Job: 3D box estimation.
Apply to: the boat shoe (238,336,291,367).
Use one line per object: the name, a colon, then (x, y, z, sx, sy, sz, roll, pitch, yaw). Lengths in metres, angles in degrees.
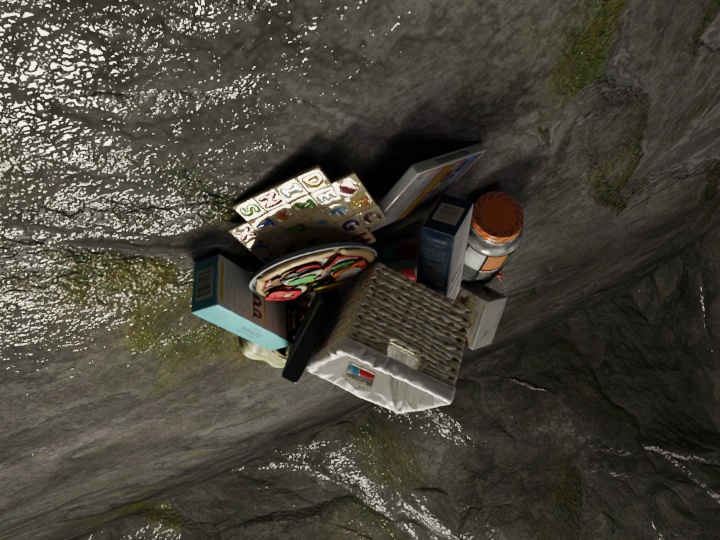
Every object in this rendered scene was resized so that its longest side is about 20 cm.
boat shoe: (-0.182, 0.160, 1.179, 0.062, 0.074, 0.200, -26, 153, 17)

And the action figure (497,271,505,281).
action figure: (0.269, 0.017, 1.330, 0.064, 0.100, 0.201, -10, 152, -37)

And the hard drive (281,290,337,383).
hard drive: (-0.082, 0.093, 0.948, 0.141, 0.032, 0.200, -62, -175, 10)

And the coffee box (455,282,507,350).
coffee box: (0.203, 0.068, 1.184, 0.079, 0.199, 0.115, -7, 119, -43)

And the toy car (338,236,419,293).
toy car: (0.089, 0.058, 1.063, 0.182, 0.202, 0.177, -4, 151, -45)

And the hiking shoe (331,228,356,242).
hiking shoe: (-0.045, -0.036, 0.861, 0.099, 0.077, 0.200, -29, 160, -1)

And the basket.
basket: (0.044, 0.115, 0.881, 0.196, 0.163, 0.200, 26, 156, -11)

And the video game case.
video game case: (0.095, -0.125, 0.823, 0.199, 0.018, 0.143, -27, 166, -47)

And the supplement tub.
supplement tub: (0.244, -0.061, 1.072, 0.121, 0.124, 0.201, -20, 159, -13)

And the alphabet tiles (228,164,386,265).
alphabet tiles: (-0.072, -0.064, 0.747, 0.197, 0.006, 0.167, -21, 140, 18)

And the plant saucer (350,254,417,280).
plant saucer: (0.000, 0.000, 0.946, 0.196, 0.019, 0.070, -10, -171, 4)

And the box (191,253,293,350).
box: (-0.177, 0.056, 0.853, 0.048, 0.084, 0.200, -17, 150, 20)

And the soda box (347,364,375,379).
soda box: (0.012, 0.164, 1.025, 0.197, 0.065, 0.068, 18, 176, -25)

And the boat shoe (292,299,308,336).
boat shoe: (-0.144, 0.091, 1.057, 0.070, 0.071, 0.199, -25, 159, 19)

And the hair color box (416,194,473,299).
hair color box: (0.139, -0.015, 0.931, 0.100, 0.060, 0.202, -53, 153, -42)

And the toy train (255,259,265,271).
toy train: (-0.144, -0.003, 0.888, 0.045, 0.034, 0.201, -25, 162, -31)

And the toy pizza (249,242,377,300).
toy pizza: (-0.067, 0.010, 0.816, 0.196, 0.032, 0.200, -15, 165, -4)
